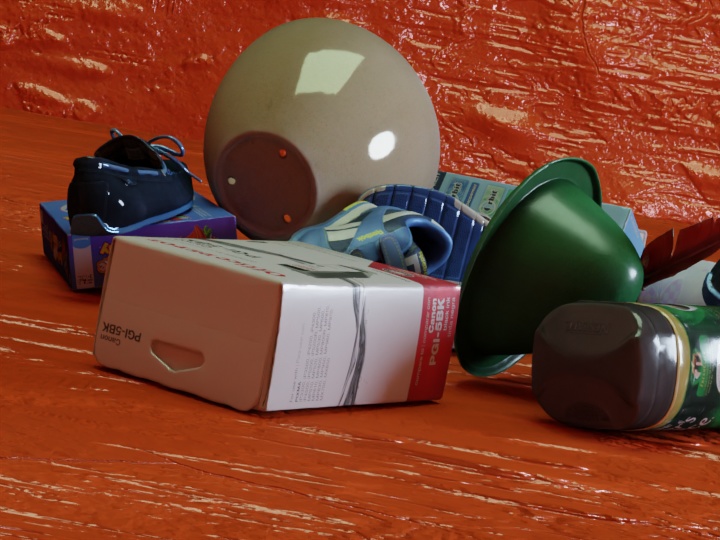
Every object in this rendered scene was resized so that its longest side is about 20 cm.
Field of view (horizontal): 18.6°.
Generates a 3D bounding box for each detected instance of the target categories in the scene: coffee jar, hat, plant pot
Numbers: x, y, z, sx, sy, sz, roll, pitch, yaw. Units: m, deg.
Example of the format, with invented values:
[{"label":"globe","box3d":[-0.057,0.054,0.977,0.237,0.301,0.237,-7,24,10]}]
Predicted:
[{"label":"coffee jar","box3d":[0.208,0.065,1.483,0.104,0.086,0.199,2,-1,44]},{"label":"hat","box3d":[0.183,0.025,1.524,0.176,0.201,0.165,31,38,30]},{"label":"plant pot","box3d":[-0.051,-0.093,1.800,0.199,0.202,0.134,12,25,20]}]

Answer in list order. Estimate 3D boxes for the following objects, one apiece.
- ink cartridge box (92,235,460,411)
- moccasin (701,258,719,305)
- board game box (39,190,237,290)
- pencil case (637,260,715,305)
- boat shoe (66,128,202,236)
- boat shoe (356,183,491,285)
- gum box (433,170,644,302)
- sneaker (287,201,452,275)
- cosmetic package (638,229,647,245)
[{"label":"ink cartridge box","box3d":[-0.051,0.032,1.414,0.146,0.084,0.199,15,8,34]},{"label":"moccasin","box3d":[0.348,0.047,1.619,0.200,0.068,0.080,37,-11,1]},{"label":"board game box","box3d":[-0.184,-0.028,1.791,0.133,0.045,0.200,-6,10,-13]},{"label":"pencil case","box3d":[0.307,0.049,1.781,0.083,0.091,0.200,-13,15,-25]},{"label":"boat shoe","box3d":[-0.172,-0.074,1.712,0.083,0.069,0.200,-3,10,7]},{"label":"boat shoe","box3d":[0.079,-0.017,1.778,0.199,0.073,0.072,20,-3,-16]},{"label":"gum box","box3d":[0.151,-0.011,1.893,0.199,0.045,0.170,12,-26,26]},{"label":"sneaker","box3d":[0.000,0.000,1.624,0.082,0.074,0.200,10,27,24]},{"label":"cosmetic package","box3d":[0.165,-0.016,2.137,0.199,0.088,0.103,14,7,42]}]
